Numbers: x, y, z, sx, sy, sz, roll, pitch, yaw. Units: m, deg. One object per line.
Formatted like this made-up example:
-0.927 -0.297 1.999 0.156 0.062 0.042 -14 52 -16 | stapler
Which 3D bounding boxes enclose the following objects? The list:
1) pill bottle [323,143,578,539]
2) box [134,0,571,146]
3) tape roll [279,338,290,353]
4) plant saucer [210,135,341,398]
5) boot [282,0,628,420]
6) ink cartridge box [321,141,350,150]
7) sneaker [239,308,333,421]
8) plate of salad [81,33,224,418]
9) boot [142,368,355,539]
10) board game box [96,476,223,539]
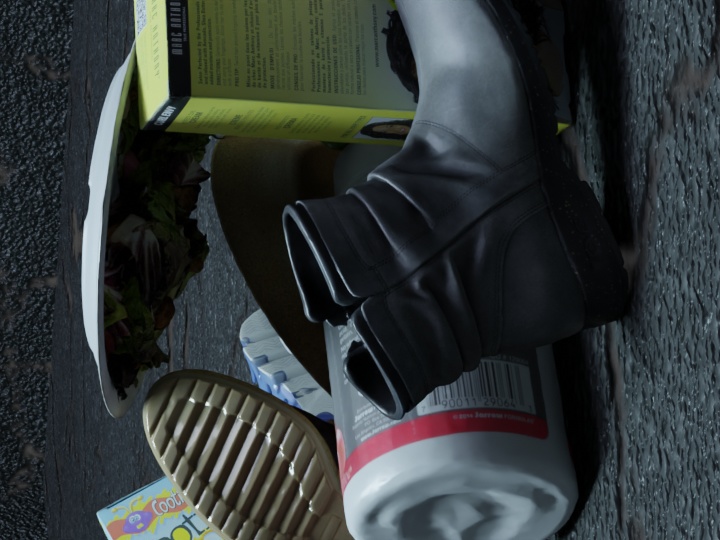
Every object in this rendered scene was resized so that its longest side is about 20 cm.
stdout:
0.037 0.031 1.328 0.111 0.110 0.200 107 159 -56 | pill bottle
-0.003 -0.100 1.293 0.050 0.200 0.075 140 129 -64 | box
-0.009 -0.049 1.663 0.202 0.071 0.203 -179 90 -79 | tape roll
0.000 0.000 1.458 0.035 0.200 0.200 -35 40 21 | plant saucer
0.023 -0.045 1.221 0.070 0.131 0.200 109 138 -66 | boot
-0.050 -0.149 1.433 0.076 0.200 0.148 -55 -13 10 | ink cartridge box
-0.014 0.118 1.706 0.200 0.080 0.115 -116 13 -51 | sneaker
-0.098 -0.027 1.348 0.200 0.048 0.201 6 -90 -86 | plate of salad
-0.023 0.104 1.412 0.072 0.200 0.166 -54 8 8 | boot
-0.065 0.209 1.641 0.103 0.105 0.200 55 170 40 | board game box
